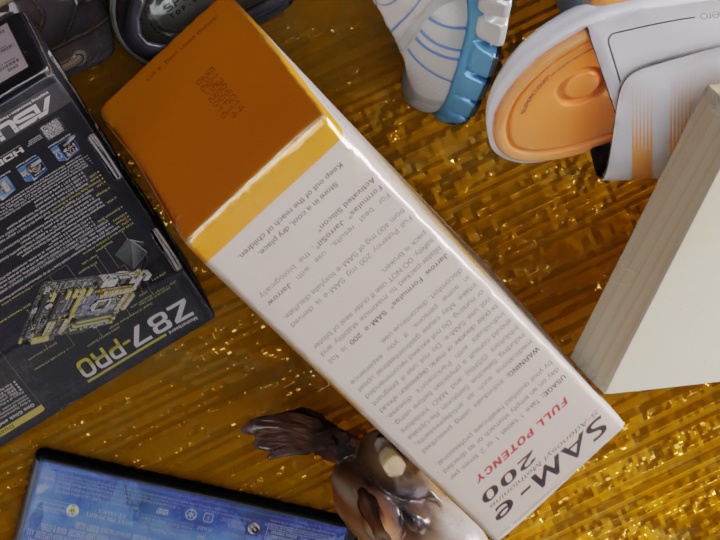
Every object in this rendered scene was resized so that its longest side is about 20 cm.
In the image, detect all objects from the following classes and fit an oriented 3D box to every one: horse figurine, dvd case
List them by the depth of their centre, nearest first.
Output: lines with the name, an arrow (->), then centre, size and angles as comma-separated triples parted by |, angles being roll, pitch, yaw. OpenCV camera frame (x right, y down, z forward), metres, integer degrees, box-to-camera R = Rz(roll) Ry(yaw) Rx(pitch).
horse figurine -> 0.030, 0.121, 1.195 | 0.050, 0.133, 0.200 | -40, 98, -1
dvd case -> -0.093, 0.186, 1.241 | 0.143, 0.018, 0.200 | 13, 100, -11

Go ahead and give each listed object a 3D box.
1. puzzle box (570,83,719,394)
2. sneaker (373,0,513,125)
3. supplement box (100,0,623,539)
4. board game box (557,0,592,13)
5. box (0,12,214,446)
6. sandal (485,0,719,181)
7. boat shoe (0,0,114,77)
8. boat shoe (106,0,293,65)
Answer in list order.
puzzle box -> 0.186, -0.015, 1.160 | 0.200, 0.025, 0.133 | -3, 129, -41
sneaker -> 0.023, -0.125, 1.114 | 0.087, 0.200, 0.075 | 12, 64, -1
supplement box -> 0.000, 0.000, 1.130 | 0.074, 0.126, 0.200 | -43, 123, 4
board game box -> 0.175, -0.169, 1.135 | 0.200, 0.064, 0.148 | -10, 140, -6
box -> -0.177, 0.010, 1.138 | 0.200, 0.049, 0.161 | -31, 134, 0
sandal -> 0.151, -0.075, 1.130 | 0.206, 0.059, 0.079 | -15, 142, 1
boat shoe -> -0.186, -0.064, 1.143 | 0.200, 0.074, 0.073 | -30, 105, 1
boat shoe -> -0.018, -0.151, 1.151 | 0.200, 0.065, 0.072 | -39, 105, 2
